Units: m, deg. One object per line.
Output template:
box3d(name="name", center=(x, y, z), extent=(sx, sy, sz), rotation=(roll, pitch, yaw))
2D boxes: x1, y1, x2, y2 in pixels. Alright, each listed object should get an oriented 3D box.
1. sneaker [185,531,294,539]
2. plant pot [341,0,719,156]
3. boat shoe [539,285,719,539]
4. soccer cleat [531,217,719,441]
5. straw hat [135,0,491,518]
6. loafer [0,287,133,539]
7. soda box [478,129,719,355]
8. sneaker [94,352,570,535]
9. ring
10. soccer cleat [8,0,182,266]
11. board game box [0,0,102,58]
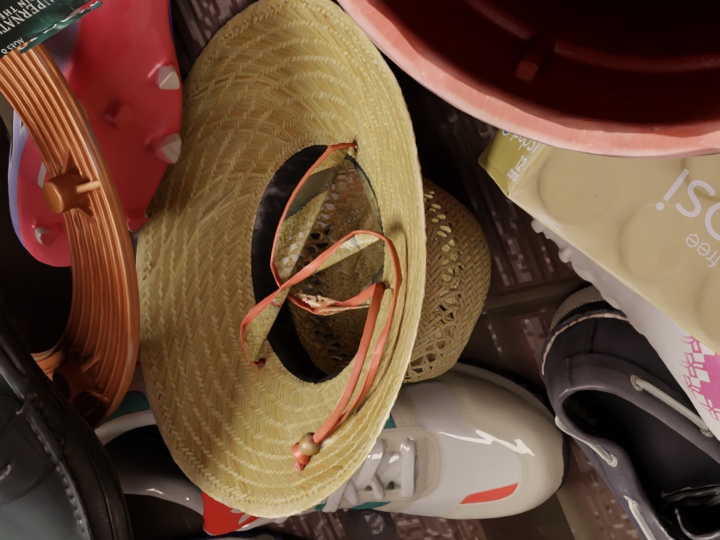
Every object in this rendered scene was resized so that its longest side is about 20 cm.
box3d(name="sneaker", center=(-0.023, 0.166, 1.002), extent=(0.199, 0.088, 0.076), rotation=(4, 122, 17))
box3d(name="plant pot", center=(0.089, -0.151, 0.688), extent=(0.200, 0.195, 0.202), rotation=(3, 105, 11))
box3d(name="boat shoe", center=(0.132, 0.099, 0.926), extent=(0.072, 0.063, 0.200), rotation=(-27, 109, 26))
box3d(name="soccer cleat", center=(0.099, -0.020, 0.864), extent=(0.086, 0.070, 0.201), rotation=(-15, 106, 16))
box3d(name="straw hat", center=(0.000, 0.000, 0.885), extent=(0.085, 0.201, 0.201), rotation=(6, 132, -33))
box3d(name="loafer", center=(-0.142, 0.054, 0.861), extent=(0.068, 0.070, 0.201), rotation=(-17, 106, 21))
box3d(name="soda box", center=(0.139, 0.000, 0.799), extent=(0.200, 0.064, 0.068), rotation=(36, 97, -13))
box3d(name="sneaker", center=(-0.021, 0.078, 0.945), extent=(0.199, 0.093, 0.071), rotation=(10, 122, 13))
box3d(name="ring", center=(-0.152, -0.026, 0.913), extent=(0.200, 0.019, 0.201), rotation=(31, 135, 37))
box3d(name="soccer cleat", center=(-0.104, -0.094, 0.895), extent=(0.066, 0.077, 0.201), rotation=(-12, 132, -26))
box3d(name="board game box", center=(-0.058, -0.163, 0.744), extent=(0.135, 0.201, 0.028), rotation=(-25, 127, 38))
